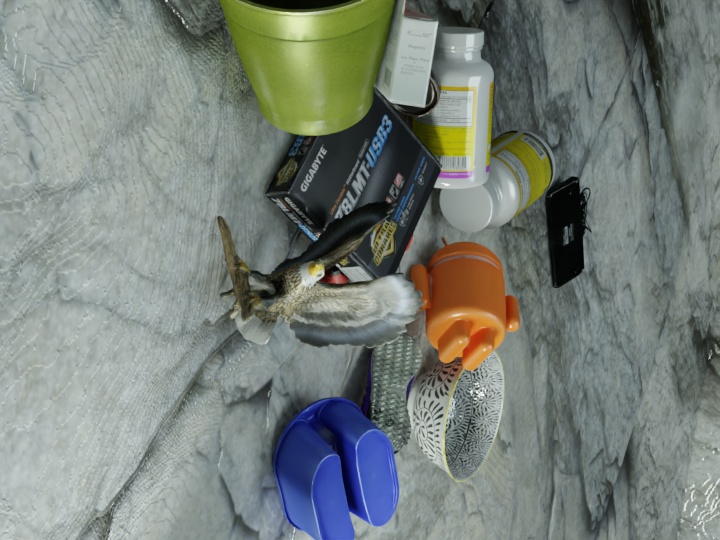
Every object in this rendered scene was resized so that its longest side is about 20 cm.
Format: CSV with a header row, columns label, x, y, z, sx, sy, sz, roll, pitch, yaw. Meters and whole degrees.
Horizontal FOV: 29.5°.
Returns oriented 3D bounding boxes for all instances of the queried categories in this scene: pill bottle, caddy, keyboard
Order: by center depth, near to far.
label,x,y,z,sx,sy,sz,roll,pitch,yaw
caddy,-0.035,0.256,1.732,0.141,0.105,0.200,-29,128,-27
pill bottle,0.121,-0.213,1.785,0.104,0.104,0.200,-26,122,-56
pill bottle,0.198,-0.128,2.005,0.200,0.112,0.113,-34,129,-51
keyboard,0.361,-0.074,2.415,0.104,0.040,0.200,-27,127,-27

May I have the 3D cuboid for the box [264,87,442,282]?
label,x,y,z,sx,sy,sz,roll,pitch,yaw
box,-0.002,-0.110,1.660,0.199,0.050,0.200,47,56,-36

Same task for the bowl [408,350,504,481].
label,x,y,z,sx,sy,sz,roll,pitch,yaw
bowl,0.129,0.203,2.013,0.201,0.094,0.201,-29,124,-55

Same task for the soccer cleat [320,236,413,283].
label,x,y,z,sx,sy,sz,roll,pitch,yaw
soccer cleat,0.000,0.000,1.745,0.200,0.069,0.085,-36,136,-46

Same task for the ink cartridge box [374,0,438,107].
label,x,y,z,sx,sy,sz,roll,pitch,yaw
ink cartridge box,0.049,-0.279,1.491,0.200,0.043,0.174,-114,-148,-74

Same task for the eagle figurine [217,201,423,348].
label,x,y,z,sx,sy,sz,roll,pitch,yaw
eagle figurine,-0.047,0.011,1.516,0.200,0.151,0.152,-8,109,-22

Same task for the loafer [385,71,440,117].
label,x,y,z,sx,sy,sz,roll,pitch,yaw
loafer,0.031,-0.246,1.664,0.200,0.073,0.071,40,22,-39

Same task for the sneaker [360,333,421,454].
label,x,y,z,sx,sy,sz,roll,pitch,yaw
sneaker,0.028,0.175,1.860,0.100,0.069,0.200,121,-16,-49

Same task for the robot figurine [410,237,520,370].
label,x,y,z,sx,sy,sz,roll,pitch,yaw
robot figurine,0.150,0.043,1.940,0.117,0.144,0.200,70,17,-49

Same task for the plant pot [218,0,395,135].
label,x,y,z,sx,sy,sz,roll,pitch,yaw
plant pot,-0.052,-0.254,1.453,0.200,0.200,0.193,-55,154,-37

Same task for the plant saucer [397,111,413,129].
label,x,y,z,sx,sy,sz,roll,pitch,yaw
plant saucer,0.102,-0.226,1.884,0.200,0.029,0.200,-28,123,-55
